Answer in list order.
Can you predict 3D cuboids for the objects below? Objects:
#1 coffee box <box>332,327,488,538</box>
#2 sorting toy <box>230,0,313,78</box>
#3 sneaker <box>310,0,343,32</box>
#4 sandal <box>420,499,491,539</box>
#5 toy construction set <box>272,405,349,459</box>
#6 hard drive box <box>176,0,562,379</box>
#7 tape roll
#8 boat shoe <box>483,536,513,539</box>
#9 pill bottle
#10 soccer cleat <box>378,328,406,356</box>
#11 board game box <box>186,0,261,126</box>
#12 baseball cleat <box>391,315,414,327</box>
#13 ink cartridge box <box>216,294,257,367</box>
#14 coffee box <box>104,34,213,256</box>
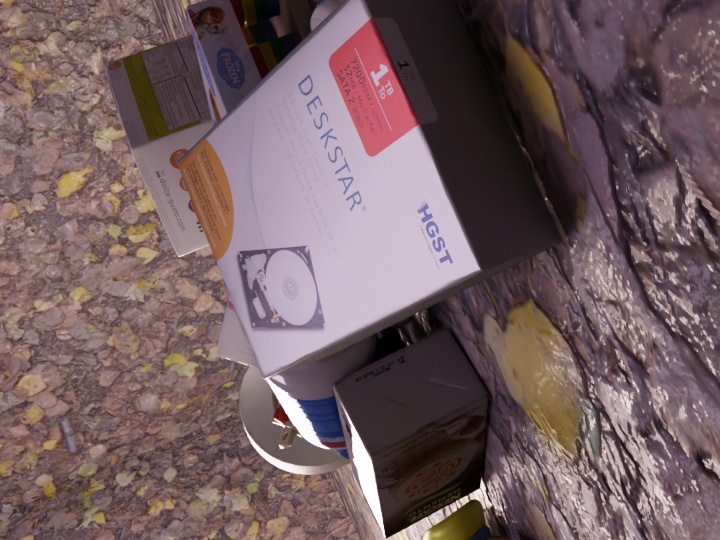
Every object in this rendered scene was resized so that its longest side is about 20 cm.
[{"bbox_3d":[0.049,0.155,0.803,0.080,0.114,0.200,58,167,33],"label":"coffee box"},{"bbox_3d":[-0.094,-0.223,0.880,0.200,0.069,0.200,136,112,-79],"label":"sorting toy"},{"bbox_3d":[0.002,-0.099,0.607,0.077,0.080,0.201,97,151,-73],"label":"sneaker"},{"bbox_3d":[0.103,0.298,0.893,0.087,0.079,0.200,55,169,18],"label":"sandal"},{"bbox_3d":[0.004,0.182,0.974,0.093,0.199,0.131,-68,22,5],"label":"toy construction set"},{"bbox_3d":[-0.006,-0.043,0.515,0.200,0.077,0.157,-31,80,45],"label":"hard drive box"},{"bbox_3d":[-0.066,0.178,1.207,0.037,0.202,0.203,86,160,-57],"label":"tape roll"},{"bbox_3d":[0.150,0.326,0.747,0.074,0.075,0.201,106,140,-69],"label":"boat shoe"},{"bbox_3d":[-0.035,0.080,0.810,0.113,0.112,0.200,62,175,32],"label":"pill bottle"},{"bbox_3d":[0.017,0.081,0.960,0.200,0.067,0.082,-125,22,-59],"label":"soccer cleat"},{"bbox_3d":[-0.100,-0.109,0.811,0.200,0.041,0.201,92,157,-64],"label":"board game box"},{"bbox_3d":[0.000,0.000,0.895,0.199,0.106,0.070,30,108,38],"label":"baseball cleat"},{"bbox_3d":[-0.122,0.010,1.143,0.145,0.084,0.201,-81,8,-46],"label":"ink cartridge box"},{"bbox_3d":[-0.211,-0.184,1.209,0.200,0.197,0.200,78,168,-48],"label":"coffee box"}]
